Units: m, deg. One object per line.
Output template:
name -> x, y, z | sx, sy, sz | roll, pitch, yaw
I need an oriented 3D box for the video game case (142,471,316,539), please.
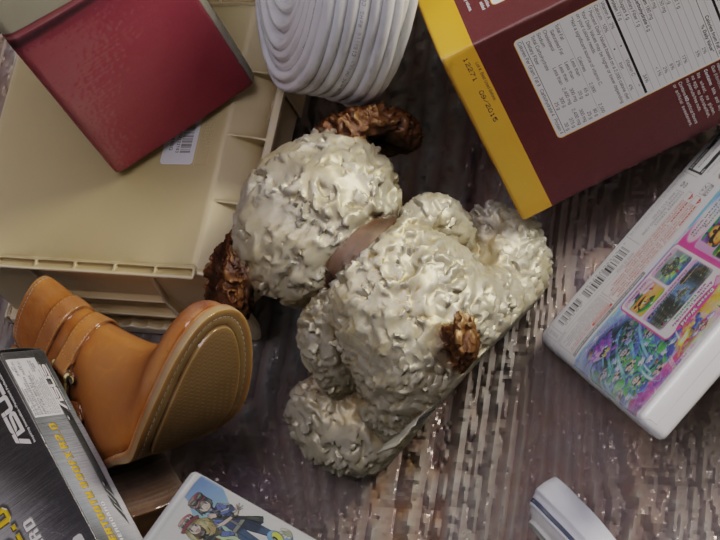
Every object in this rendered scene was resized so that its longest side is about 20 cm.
video game case -> -0.067, 0.226, 1.121 | 0.181, 0.022, 0.200 | 27, 62, 16

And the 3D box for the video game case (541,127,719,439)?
video game case -> 0.196, -0.010, 1.198 | 0.200, 0.024, 0.182 | -49, 17, 1

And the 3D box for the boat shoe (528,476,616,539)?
boat shoe -> 0.138, 0.204, 1.165 | 0.067, 0.074, 0.200 | -35, 60, -2

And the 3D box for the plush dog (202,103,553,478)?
plush dog -> 0.000, 0.000, 1.240 | 0.172, 0.160, 0.200 | 43, 85, 6

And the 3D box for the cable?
cable -> -0.014, -0.197, 1.259 | 0.069, 0.200, 0.202 | 2, 84, -16

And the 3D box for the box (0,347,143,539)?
box -> -0.208, 0.171, 1.262 | 0.158, 0.048, 0.201 | -35, 75, 22

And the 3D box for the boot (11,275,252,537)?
boot -> -0.143, 0.053, 1.287 | 0.076, 0.201, 0.156 | -19, 56, -32

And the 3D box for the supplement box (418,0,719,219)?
supplement box -> 0.138, -0.176, 1.279 | 0.199, 0.133, 0.198 | -25, 40, 7

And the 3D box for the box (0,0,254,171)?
box -> -0.163, -0.173, 1.269 | 0.109, 0.200, 0.128 | -33, 59, 1

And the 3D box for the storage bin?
storage bin -> -0.134, -0.070, 1.381 | 0.197, 0.094, 0.201 | 4, 67, 20
